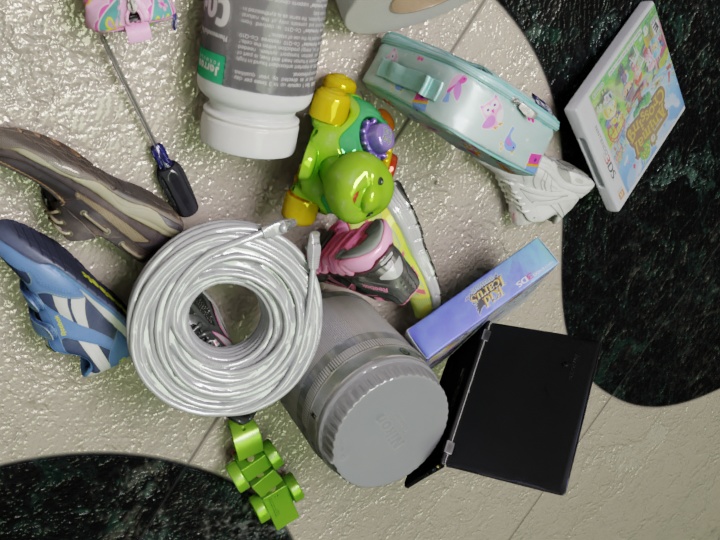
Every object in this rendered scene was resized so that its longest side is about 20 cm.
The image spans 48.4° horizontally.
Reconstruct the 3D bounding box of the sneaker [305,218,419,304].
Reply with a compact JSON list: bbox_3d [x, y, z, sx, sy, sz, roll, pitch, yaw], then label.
[{"bbox_3d":[0.000,0.000,0.862,0.095,0.200,0.079,43,78,-18],"label":"sneaker"}]

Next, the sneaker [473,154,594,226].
[{"bbox_3d":[0.211,-0.105,1.014,0.199,0.078,0.100,17,109,-35],"label":"sneaker"}]

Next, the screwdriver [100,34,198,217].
[{"bbox_3d":[-0.208,-0.137,0.782,0.028,0.029,0.201,-30,123,-13],"label":"screwdriver"}]

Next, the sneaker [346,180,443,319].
[{"bbox_3d":[0.038,-0.013,0.969,0.090,0.078,0.201,-23,125,1],"label":"sneaker"}]

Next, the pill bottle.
[{"bbox_3d":[-0.093,-0.214,0.749,0.112,0.113,0.202,-2,115,-29],"label":"pill bottle"}]

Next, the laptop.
[{"bbox_3d":[0.160,0.169,0.928,0.115,0.200,0.188,27,59,-4],"label":"laptop"}]

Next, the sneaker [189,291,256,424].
[{"bbox_3d":[-0.165,0.094,0.888,0.080,0.086,0.201,-40,128,-8],"label":"sneaker"}]

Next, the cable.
[{"bbox_3d":[-0.136,0.047,0.811,0.198,0.069,0.202,-7,107,-17],"label":"cable"}]

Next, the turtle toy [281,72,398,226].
[{"bbox_3d":[-0.014,-0.107,0.810,0.100,0.200,0.147,17,113,-4],"label":"turtle toy"}]

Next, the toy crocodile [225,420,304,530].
[{"bbox_3d":[-0.125,0.264,1.027,0.067,0.062,0.201,-31,131,-13],"label":"toy crocodile"}]

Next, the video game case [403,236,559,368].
[{"bbox_3d":[0.140,0.055,1.011,0.199,0.046,0.181,-34,168,-11],"label":"video game case"}]

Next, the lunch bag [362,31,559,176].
[{"bbox_3d":[0.100,-0.175,0.828,0.160,0.200,0.078,24,100,-38],"label":"lunch bag"}]

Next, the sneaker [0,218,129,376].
[{"bbox_3d":[-0.296,0.034,0.788,0.082,0.074,0.200,-39,127,-4],"label":"sneaker"}]

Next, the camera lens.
[{"bbox_3d":[-0.011,0.129,0.926,0.159,0.200,0.161,-14,121,-24],"label":"camera lens"}]

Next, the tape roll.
[{"bbox_3d":[0.071,-0.286,0.761,0.201,0.203,0.037,-20,90,-20],"label":"tape roll"}]

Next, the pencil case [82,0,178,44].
[{"bbox_3d":[-0.207,-0.295,0.657,0.087,0.087,0.202,-17,122,-22],"label":"pencil case"}]

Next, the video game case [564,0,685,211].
[{"bbox_3d":[0.349,-0.210,1.037,0.201,0.022,0.182,-53,131,-18],"label":"video game case"}]

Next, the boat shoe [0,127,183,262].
[{"bbox_3d":[-0.262,-0.062,0.756,0.199,0.074,0.074,31,97,-37],"label":"boat shoe"}]
